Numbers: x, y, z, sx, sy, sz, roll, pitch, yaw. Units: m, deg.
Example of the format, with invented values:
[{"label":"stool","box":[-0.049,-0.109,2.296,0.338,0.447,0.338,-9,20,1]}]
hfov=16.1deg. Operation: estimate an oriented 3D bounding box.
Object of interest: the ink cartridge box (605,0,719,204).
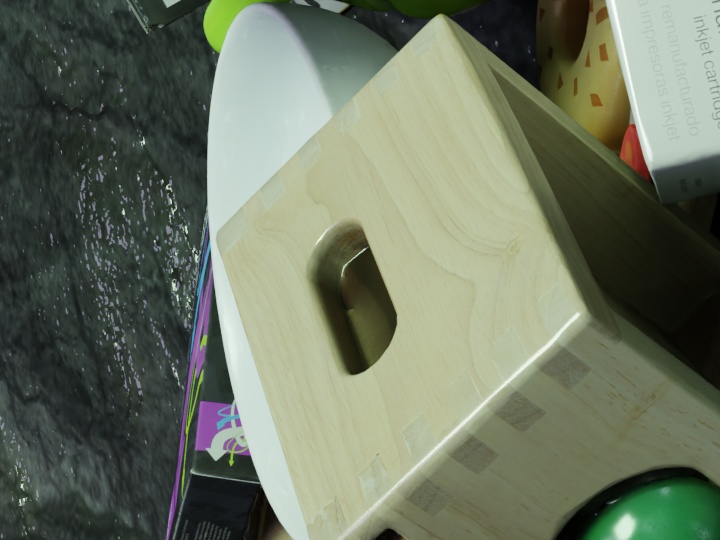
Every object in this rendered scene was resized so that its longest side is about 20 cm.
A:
[{"label":"ink cartridge box","box":[0.165,-0.106,0.716,0.125,0.199,0.129,16,-120,-81]}]

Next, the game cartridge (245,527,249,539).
[{"label":"game cartridge","box":[-0.043,0.223,1.220,0.133,0.040,0.202,171,93,-70]}]

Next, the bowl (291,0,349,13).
[{"label":"bowl","box":[-0.070,-0.206,1.142,0.200,0.094,0.202,18,112,53]}]

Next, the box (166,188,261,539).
[{"label":"box","box":[-0.058,0.028,1.124,0.143,0.036,0.201,108,169,-60]}]

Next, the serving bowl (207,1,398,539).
[{"label":"serving bowl","box":[0.000,0.000,0.933,0.200,0.065,0.202,174,90,-72]}]

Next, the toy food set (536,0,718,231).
[{"label":"toy food set","box":[0.081,-0.029,0.922,0.198,0.048,0.201,-96,23,-59]}]

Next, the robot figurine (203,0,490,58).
[{"label":"robot figurine","box":[-0.009,-0.166,0.996,0.199,0.176,0.116,17,137,23]}]

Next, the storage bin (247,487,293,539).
[{"label":"storage bin","box":[0.044,0.131,1.045,0.200,0.093,0.200,41,129,46]}]

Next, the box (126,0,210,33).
[{"label":"box","box":[0.000,-0.162,0.847,0.044,0.199,0.160,60,-178,-19]}]

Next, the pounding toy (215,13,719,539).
[{"label":"pounding toy","box":[0.039,0.056,0.724,0.142,0.184,0.200,-44,34,17]}]
